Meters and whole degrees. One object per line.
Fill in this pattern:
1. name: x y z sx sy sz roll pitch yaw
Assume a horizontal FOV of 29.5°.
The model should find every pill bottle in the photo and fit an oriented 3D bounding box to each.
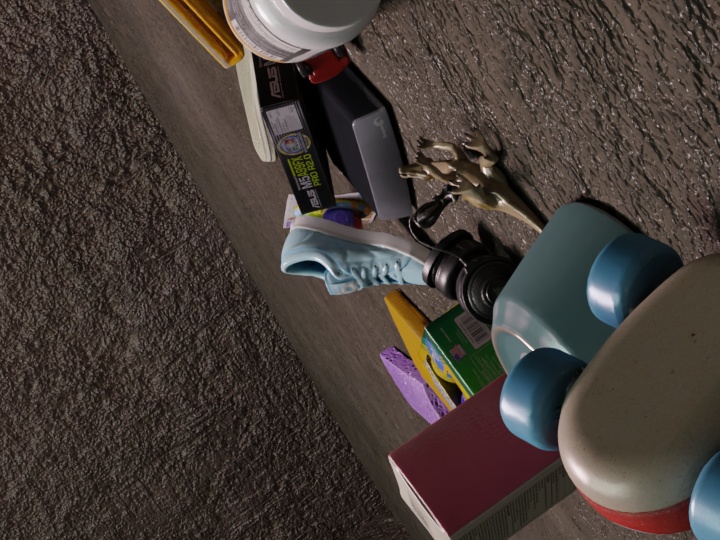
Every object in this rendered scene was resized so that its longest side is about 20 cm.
1. pill bottle: -0.046 -0.237 1.135 0.117 0.116 0.200 58 170 -10

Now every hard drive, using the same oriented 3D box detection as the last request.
1. hard drive: -0.004 -0.143 1.466 0.135 0.042 0.200 51 169 30

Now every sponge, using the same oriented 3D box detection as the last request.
1. sponge: 0.096 0.190 2.134 0.112 0.030 0.200 59 171 -18

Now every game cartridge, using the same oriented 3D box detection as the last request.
1. game cartridge: -0.195 -0.336 1.473 0.176 0.032 0.200 44 -156 -40
2. game cartridge: 0.115 0.137 1.869 0.200 0.032 0.177 50 169 46

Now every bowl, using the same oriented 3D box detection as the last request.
1. bowl: 0.174 0.059 1.037 0.201 0.105 0.201 51 167 17

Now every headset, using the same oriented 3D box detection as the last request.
1. headset: 0.117 -0.005 1.311 0.200 0.094 0.123 44 176 -37

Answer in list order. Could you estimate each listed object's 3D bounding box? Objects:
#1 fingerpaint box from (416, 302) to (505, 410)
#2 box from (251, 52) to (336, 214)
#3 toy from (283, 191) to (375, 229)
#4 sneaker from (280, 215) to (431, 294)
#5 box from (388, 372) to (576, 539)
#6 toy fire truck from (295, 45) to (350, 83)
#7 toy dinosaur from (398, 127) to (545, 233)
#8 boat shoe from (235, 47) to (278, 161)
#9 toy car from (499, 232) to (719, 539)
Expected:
1. fingerpaint box: 0.151 0.144 1.563 0.200 0.073 0.167 54 170 12
2. box: -0.077 -0.182 1.517 0.200 0.044 0.161 71 -174 -57
3. toy: -0.034 -0.058 1.677 0.200 0.115 0.047 132 135 -82
4. sneaker: 0.000 0.000 1.582 0.199 0.082 0.074 13 157 23
5. box: 0.142 0.188 1.365 0.109 0.200 0.128 51 169 27
6. toy fire truck: -0.084 -0.287 1.309 0.200 0.049 0.141 50 -163 -46
7. toy dinosaur: 0.108 -0.071 1.165 0.200 0.058 0.101 34 176 34
8. boat shoe: -0.111 -0.229 1.671 0.075 0.062 0.201 -129 25 -55
9. toy car: 0.224 0.106 0.835 0.184 0.177 0.200 26 164 49
